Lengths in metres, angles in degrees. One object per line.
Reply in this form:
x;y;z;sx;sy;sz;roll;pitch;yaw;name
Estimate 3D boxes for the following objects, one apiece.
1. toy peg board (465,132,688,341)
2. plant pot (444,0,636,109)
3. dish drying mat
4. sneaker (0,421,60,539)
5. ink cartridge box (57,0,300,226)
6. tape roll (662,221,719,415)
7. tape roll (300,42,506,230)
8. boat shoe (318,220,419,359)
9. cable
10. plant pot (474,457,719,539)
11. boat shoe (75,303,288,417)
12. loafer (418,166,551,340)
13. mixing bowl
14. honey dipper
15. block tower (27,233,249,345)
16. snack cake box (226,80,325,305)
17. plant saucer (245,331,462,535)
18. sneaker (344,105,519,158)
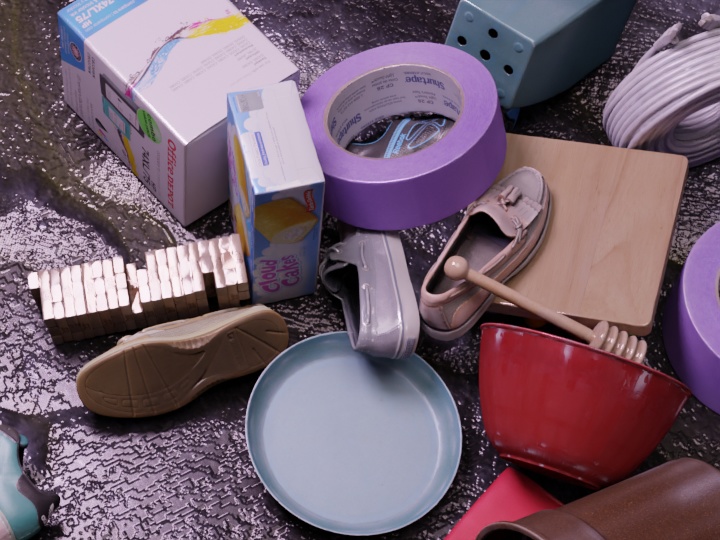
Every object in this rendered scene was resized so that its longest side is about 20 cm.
0.204;-0.017;1.664;0.198;0.098;0.200;8;57;17;toy peg board
0.177;-0.261;1.738;0.141;0.141;0.200;33;47;14;plant pot
0.102;0.265;1.513;0.077;0.018;0.200;37;63;14;dish drying mat
-0.342;0.156;1.506;0.080;0.071;0.200;-30;72;-26;sneaker
-0.178;-0.181;1.676;0.146;0.147;0.200;-36;68;-24;ink cartridge box
0.397;0.047;1.637;0.199;0.085;0.201;3;59;-5;tape roll
0.038;-0.132;1.640;0.199;0.066;0.201;-9;46;9;tape roll
0.000;0.001;1.607;0.071;0.070;0.201;3;43;-20;boat shoe
0.340;-0.170;1.695;0.199;0.200;0.069;-4;62;-35;cable
0.230;0.265;1.435;0.198;0.200;0.200;-22;63;-27;plant pot
-0.167;0.079;1.576;0.200;0.073;0.063;-22;20;-14;boat shoe
0.118;-0.026;1.588;0.072;0.063;0.200;23;63;26;loafer
0.186;0.130;1.520;0.199;0.200;0.109;17;82;4;mixing bowl
0.166;0.036;1.543;0.200;0.038;0.038;28;59;-8;honey dipper
-0.206;0.019;1.597;0.199;0.054;0.058;-10;63;-4;block tower
-0.081;-0.069;1.587;0.067;0.200;0.115;-12;61;-11;snack cake box
-0.007;0.151;1.558;0.199;0.027;0.201;5;61;-8;plant saucer
0.073;-0.135;1.719;0.200;0.073;0.082;-29;61;-23;sneaker
